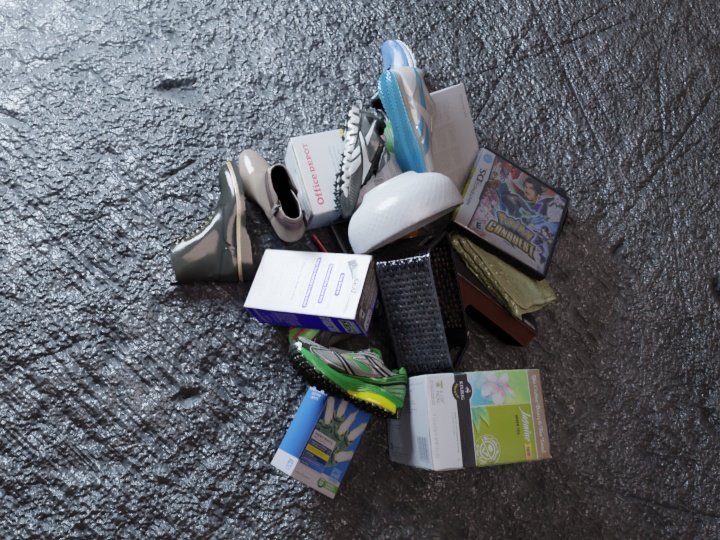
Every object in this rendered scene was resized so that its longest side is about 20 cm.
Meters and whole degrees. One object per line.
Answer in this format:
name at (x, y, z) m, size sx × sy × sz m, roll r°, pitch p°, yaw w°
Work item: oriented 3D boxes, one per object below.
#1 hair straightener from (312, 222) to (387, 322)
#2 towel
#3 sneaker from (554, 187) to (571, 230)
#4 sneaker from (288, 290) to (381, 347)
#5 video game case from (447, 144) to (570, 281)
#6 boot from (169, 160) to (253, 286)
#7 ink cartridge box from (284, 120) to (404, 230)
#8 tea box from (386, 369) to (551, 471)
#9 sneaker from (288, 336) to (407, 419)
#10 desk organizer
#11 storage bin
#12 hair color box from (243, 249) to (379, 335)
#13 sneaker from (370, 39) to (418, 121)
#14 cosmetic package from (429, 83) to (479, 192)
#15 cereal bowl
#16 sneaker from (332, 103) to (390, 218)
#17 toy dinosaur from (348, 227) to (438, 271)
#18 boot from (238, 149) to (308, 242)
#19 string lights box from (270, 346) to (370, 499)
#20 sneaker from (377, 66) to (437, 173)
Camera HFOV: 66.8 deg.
hair straightener at (0.000, 0.000, 0.959) m, size 0.076 × 0.041 × 0.202 m, roll -34°, pitch 87°, yaw -1°
towel at (0.260, -0.007, 0.994) m, size 0.147 × 0.037 × 0.201 m, roll -12°, pitch 56°, yaw -44°
sneaker at (0.336, -0.143, 1.087) m, size 0.113 × 0.075 × 0.201 m, roll -39°, pitch 88°, yaw -27°
sneaker at (-0.030, 0.073, 0.921) m, size 0.199 × 0.077 × 0.084 m, roll -37°, pitch 127°, yaw -4°
video game case at (0.275, -0.107, 0.996) m, size 0.198 × 0.026 × 0.183 m, roll 29°, pitch 66°, yaw -6°
boot at (-0.254, -0.077, 0.901) m, size 0.135 × 0.078 × 0.204 m, roll -7°, pitch 77°, yaw -12°
ink cartridge box at (-0.023, -0.171, 0.981) m, size 0.196 × 0.087 × 0.148 m, roll -15°, pitch 80°, yaw -21°
tea box at (0.160, 0.233, 0.870) m, size 0.192 × 0.200 × 0.137 m, roll -1°, pitch 76°, yaw -15°
sneaker at (-0.018, 0.147, 0.812) m, size 0.198 × 0.078 × 0.086 m, roll 29°, pitch 63°, yaw -18°
desk organizer at (0.217, 0.067, 0.981) m, size 0.199 × 0.077 × 0.072 m, roll 37°, pitch 25°, yaw -4°
storage bin at (0.105, 0.052, 0.888) m, size 0.092 × 0.135 × 0.204 m, roll -7°, pitch 104°, yaw 25°
hair color box at (-0.074, 0.032, 0.867) m, size 0.196 × 0.065 × 0.111 m, roll 3°, pitch 61°, yaw 26°
sneaker at (0.064, -0.354, 1.057) m, size 0.087 × 0.078 × 0.204 m, roll -5°, pitch 78°, yaw -19°
cosmetic package at (0.147, -0.227, 1.026) m, size 0.149 × 0.052 × 0.204 m, roll -23°, pitch 106°, yaw -18°
cereal bowl at (0.063, -0.101, 0.880) m, size 0.197 × 0.200 × 0.085 m, roll -25°, pitch 89°, yaw -20°
sneaker at (0.006, -0.179, 0.910) m, size 0.089 × 0.067 × 0.204 m, roll 10°, pitch 71°, yaw -10°
toy dinosaur at (0.081, -0.056, 0.996) m, size 0.196 × 0.060 × 0.108 m, roll 17°, pitch 74°, yaw -11°
boot at (-0.145, -0.139, 0.906) m, size 0.069 × 0.146 × 0.202 m, roll -28°, pitch 84°, yaw -18°
string lights box at (-0.047, 0.238, 0.866) m, size 0.103 × 0.058 × 0.202 m, roll 41°, pitch 67°, yaw -35°
sneaker at (0.097, -0.244, 0.931) m, size 0.080 × 0.076 × 0.204 m, roll -24°, pitch 107°, yaw -30°
